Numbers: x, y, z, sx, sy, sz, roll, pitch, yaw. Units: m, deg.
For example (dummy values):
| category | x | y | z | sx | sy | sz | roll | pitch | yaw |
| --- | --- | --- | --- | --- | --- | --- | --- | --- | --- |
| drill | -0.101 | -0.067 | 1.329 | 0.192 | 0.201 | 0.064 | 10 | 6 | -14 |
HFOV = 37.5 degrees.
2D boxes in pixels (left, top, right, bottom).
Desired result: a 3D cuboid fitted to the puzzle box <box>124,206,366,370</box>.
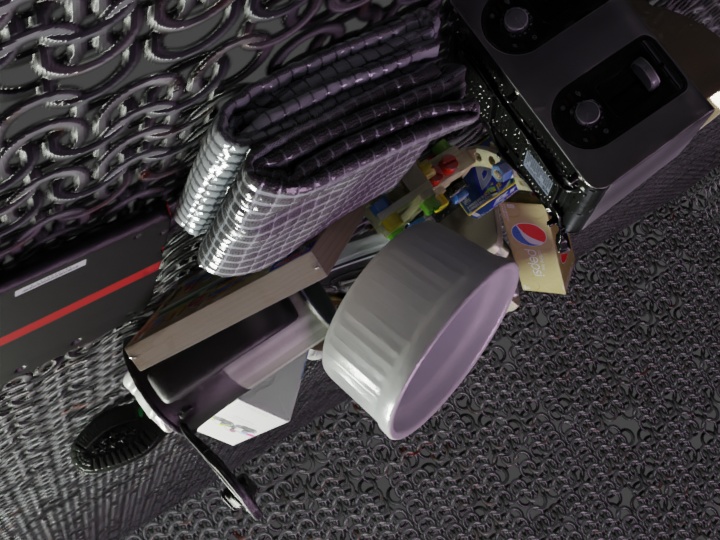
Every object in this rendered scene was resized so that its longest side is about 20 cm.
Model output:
| category | x | y | z | sx | sy | sz | roll | pitch | yaw |
| --- | --- | --- | --- | --- | --- | --- | --- | --- | --- |
| puzzle box | -0.096 | 0.007 | 0.896 | 0.199 | 0.025 | 0.133 | -27 | -163 | 24 |

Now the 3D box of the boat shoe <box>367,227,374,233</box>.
| category | x | y | z | sx | sy | sz | roll | pitch | yaw |
| --- | --- | --- | --- | --- | --- | --- | --- | --- | --- |
| boat shoe | 0.020 | 0.001 | 1.339 | 0.070 | 0.070 | 0.200 | -33 | 172 | -22 |

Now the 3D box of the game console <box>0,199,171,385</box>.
| category | x | y | z | sx | sy | sz | roll | pitch | yaw |
| --- | --- | --- | --- | --- | --- | --- | --- | --- | --- |
| game console | -0.237 | 0.026 | 0.787 | 0.199 | 0.031 | 0.177 | -29 | 164 | -27 |

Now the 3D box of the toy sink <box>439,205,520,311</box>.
| category | x | y | z | sx | sy | sz | roll | pitch | yaw |
| --- | --- | --- | --- | --- | --- | --- | --- | --- | --- |
| toy sink | 0.146 | 0.005 | 1.466 | 0.200 | 0.112 | 0.131 | -39 | -149 | 28 |

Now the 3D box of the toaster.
| category | x | y | z | sx | sy | sz | roll | pitch | yaw |
| --- | --- | --- | --- | --- | --- | --- | --- | --- | --- |
| toaster | 0.154 | -0.132 | 0.800 | 0.118 | 0.181 | 0.200 | -34 | 169 | -2 |

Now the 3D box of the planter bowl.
| category | x | y | z | sx | sy | sz | roll | pitch | yaw |
| --- | --- | --- | --- | --- | --- | --- | --- | --- | --- |
| planter bowl | 0.263 | -0.181 | 1.041 | 0.200 | 0.135 | 0.200 | -31 | 170 | -6 |

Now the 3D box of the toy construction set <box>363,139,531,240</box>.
| category | x | y | z | sx | sy | sz | roll | pitch | yaw |
| --- | --- | --- | --- | --- | --- | --- | --- | --- | --- |
| toy construction set | 0.079 | -0.092 | 1.052 | 0.199 | 0.093 | 0.131 | -17 | 164 | -22 |

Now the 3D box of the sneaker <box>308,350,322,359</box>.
| category | x | y | z | sx | sy | sz | roll | pitch | yaw |
| --- | --- | --- | --- | --- | --- | --- | --- | --- | --- |
| sneaker | -0.080 | 0.078 | 1.402 | 0.099 | 0.075 | 0.200 | -9 | 168 | -7 |

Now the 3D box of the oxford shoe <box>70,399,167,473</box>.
| category | x | y | z | sx | sy | sz | roll | pitch | yaw |
| --- | --- | --- | --- | --- | --- | --- | --- | --- | --- |
| oxford shoe | -0.269 | 0.192 | 1.335 | 0.199 | 0.073 | 0.084 | -30 | 174 | -11 |

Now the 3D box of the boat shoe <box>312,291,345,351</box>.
| category | x | y | z | sx | sy | sz | roll | pitch | yaw |
| --- | --- | --- | --- | --- | --- | --- | --- | --- | --- |
| boat shoe | 0.005 | 0.051 | 1.278 | 0.072 | 0.068 | 0.200 | 12 | -170 | 30 |

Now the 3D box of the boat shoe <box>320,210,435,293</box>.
| category | x | y | z | sx | sy | sz | roll | pitch | yaw |
| --- | --- | --- | --- | --- | --- | --- | --- | --- | --- |
| boat shoe | 0.000 | 0.000 | 1.159 | 0.199 | 0.071 | 0.072 | -20 | -174 | 30 |

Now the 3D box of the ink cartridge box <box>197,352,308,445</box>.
| category | x | y | z | sx | sy | sz | roll | pitch | yaw |
| --- | --- | --- | --- | --- | --- | --- | --- | --- | --- |
| ink cartridge box | -0.137 | 0.129 | 1.227 | 0.200 | 0.068 | 0.116 | -31 | -142 | 55 |

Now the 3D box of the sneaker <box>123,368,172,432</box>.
| category | x | y | z | sx | sy | sz | roll | pitch | yaw |
| --- | --- | --- | --- | --- | --- | --- | --- | --- | --- |
| sneaker | -0.158 | 0.096 | 1.144 | 0.200 | 0.100 | 0.075 | -38 | 167 | 16 |

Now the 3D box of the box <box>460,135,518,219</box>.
| category | x | y | z | sx | sy | sz | roll | pitch | yaw |
| --- | --- | --- | --- | --- | --- | --- | --- | --- | --- |
| box | 0.192 | -0.142 | 1.210 | 0.200 | 0.064 | 0.070 | -36 | 170 | 12 |

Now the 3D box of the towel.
| category | x | y | z | sx | sy | sz | roll | pitch | yaw |
| --- | --- | --- | --- | --- | --- | --- | --- | --- | --- |
| towel | -0.024 | -0.082 | 0.760 | 0.199 | 0.086 | 0.166 | -28 | 170 | -26 |

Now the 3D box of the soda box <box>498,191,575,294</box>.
| category | x | y | z | sx | sy | sz | roll | pitch | yaw |
| --- | --- | --- | --- | --- | --- | --- | --- | --- | --- |
| soda box | 0.248 | -0.052 | 1.479 | 0.200 | 0.067 | 0.064 | 66 | 38 | -47 |

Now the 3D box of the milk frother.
| category | x | y | z | sx | sy | sz | roll | pitch | yaw |
| --- | --- | --- | --- | --- | --- | --- | --- | --- | --- |
| milk frother | -0.099 | 0.106 | 1.025 | 0.188 | 0.200 | 0.181 | -34 | -161 | 7 |

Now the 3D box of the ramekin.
| category | x | y | z | sx | sy | sz | roll | pitch | yaw |
| --- | --- | --- | --- | --- | --- | --- | --- | --- | --- |
| ramekin | 0.054 | 0.050 | 1.001 | 0.201 | 0.098 | 0.201 | -46 | 160 | -22 |
